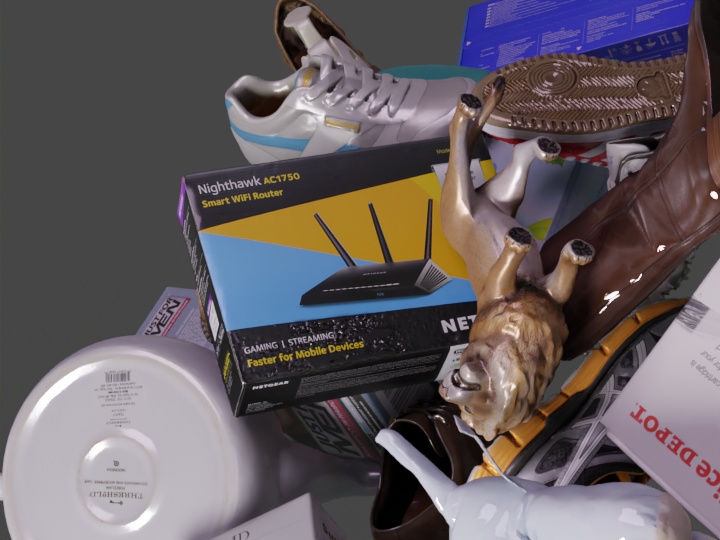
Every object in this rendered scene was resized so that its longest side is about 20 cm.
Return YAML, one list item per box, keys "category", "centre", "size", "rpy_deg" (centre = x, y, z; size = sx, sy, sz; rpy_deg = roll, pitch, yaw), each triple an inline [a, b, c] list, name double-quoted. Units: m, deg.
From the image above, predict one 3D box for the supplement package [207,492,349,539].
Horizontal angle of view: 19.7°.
- category: "supplement package"
  centre: [-0.041, 0.249, 1.164]
  size: [0.117, 0.117, 0.200]
  rpy_deg: [-27, 37, 13]

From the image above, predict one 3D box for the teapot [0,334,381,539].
- category: "teapot"
  centre: [-0.126, 0.136, 1.334]
  size: [0.200, 0.146, 0.197]
  rpy_deg: [44, 101, 20]

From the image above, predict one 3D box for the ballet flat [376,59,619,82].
- category: "ballet flat"
  centre: [0.101, -0.114, 1.493]
  size: [0.200, 0.064, 0.067]
  rpy_deg: [0, 22, 23]

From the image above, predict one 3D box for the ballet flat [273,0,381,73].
- category: "ballet flat"
  centre: [-0.026, -0.165, 1.645]
  size: [0.068, 0.072, 0.200]
  rpy_deg: [-32, 38, 2]

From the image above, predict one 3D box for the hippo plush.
- category: "hippo plush"
  centre: [0.095, 0.194, 1.085]
  size: [0.159, 0.200, 0.161]
  rpy_deg: [-16, 44, 56]

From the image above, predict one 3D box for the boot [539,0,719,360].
- category: "boot"
  centre: [0.167, -0.060, 1.234]
  size: [0.200, 0.064, 0.187]
  rpy_deg: [-48, 23, 42]

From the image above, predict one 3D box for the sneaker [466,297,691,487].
- category: "sneaker"
  centre: [0.152, 0.096, 1.243]
  size: [0.077, 0.078, 0.200]
  rpy_deg: [39, 70, 24]

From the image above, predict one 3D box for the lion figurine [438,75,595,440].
- category: "lion figurine"
  centre: [0.081, -0.008, 1.222]
  size: [0.072, 0.123, 0.200]
  rpy_deg: [7, 46, -13]

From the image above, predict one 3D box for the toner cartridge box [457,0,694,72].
- category: "toner cartridge box"
  centre: [0.172, -0.177, 1.539]
  size: [0.200, 0.043, 0.095]
  rpy_deg: [-13, 42, 24]

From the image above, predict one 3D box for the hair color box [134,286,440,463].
- category: "hair color box"
  centre: [-0.048, 0.070, 1.381]
  size: [0.200, 0.099, 0.061]
  rpy_deg: [6, 52, 40]

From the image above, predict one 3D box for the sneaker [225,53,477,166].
- category: "sneaker"
  centre: [-0.005, -0.108, 1.454]
  size: [0.200, 0.081, 0.077]
  rpy_deg: [-7, 39, 29]

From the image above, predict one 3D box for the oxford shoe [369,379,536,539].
- category: "oxford shoe"
  centre: [0.058, 0.103, 1.283]
  size: [0.073, 0.084, 0.200]
  rpy_deg: [-9, 42, 31]

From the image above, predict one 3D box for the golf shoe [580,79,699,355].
- category: "golf shoe"
  centre: [0.179, -0.039, 1.308]
  size: [0.200, 0.097, 0.078]
  rpy_deg: [-49, 12, 15]

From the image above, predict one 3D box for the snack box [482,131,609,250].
- category: "snack box"
  centre: [0.067, -0.029, 1.433]
  size: [0.200, 0.068, 0.169]
  rpy_deg: [-4, 45, 35]

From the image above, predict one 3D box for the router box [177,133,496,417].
- category: "router box"
  centre: [0.000, 0.000, 1.280]
  size: [0.200, 0.051, 0.149]
  rpy_deg: [-10, 62, -18]

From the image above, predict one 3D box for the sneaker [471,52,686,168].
- category: "sneaker"
  centre: [0.169, -0.085, 1.361]
  size: [0.199, 0.113, 0.071]
  rpy_deg: [-3, 54, -3]

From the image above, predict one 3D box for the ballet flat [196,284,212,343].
- category: "ballet flat"
  centre: [-0.035, -0.024, 1.355]
  size: [0.070, 0.065, 0.200]
  rpy_deg: [5, 36, 39]

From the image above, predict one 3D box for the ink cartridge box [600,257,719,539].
- category: "ink cartridge box"
  centre: [0.250, 0.054, 1.134]
  size: [0.200, 0.084, 0.145]
  rpy_deg: [-55, 44, 8]
